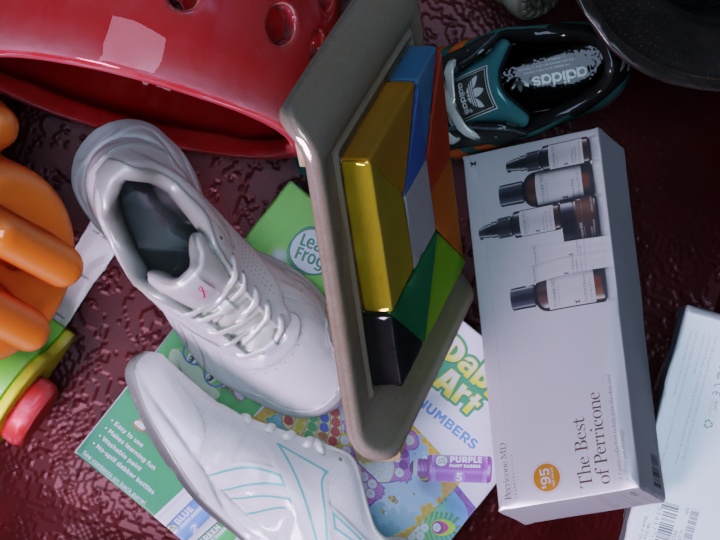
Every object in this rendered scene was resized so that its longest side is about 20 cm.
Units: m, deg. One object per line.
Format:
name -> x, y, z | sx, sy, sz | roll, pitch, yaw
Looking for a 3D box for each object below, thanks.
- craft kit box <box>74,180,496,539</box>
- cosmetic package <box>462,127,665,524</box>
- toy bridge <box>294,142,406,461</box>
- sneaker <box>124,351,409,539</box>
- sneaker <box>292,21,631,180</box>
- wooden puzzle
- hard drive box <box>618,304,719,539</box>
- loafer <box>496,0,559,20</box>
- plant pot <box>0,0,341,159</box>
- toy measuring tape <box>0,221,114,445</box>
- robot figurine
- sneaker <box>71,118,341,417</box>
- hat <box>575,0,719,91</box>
craft kit box -> -0.023, 0.088, 1.559 | 0.200, 0.049, 0.198 | 38, 88, 4
cosmetic package -> 0.108, 0.030, 1.501 | 0.082, 0.051, 0.201 | -12, 72, 22
toy bridge -> 0.000, 0.000, 1.489 | 0.027, 0.067, 0.201 | -4, 116, 14
sneaker -> -0.048, 0.114, 1.511 | 0.080, 0.070, 0.200 | -42, 93, -7
sneaker -> 0.054, -0.097, 1.539 | 0.199, 0.080, 0.072 | -19, 88, 3
wooden puzzle -> 0.018, -0.031, 1.436 | 0.037, 0.185, 0.201 | -3, 119, 20
hard drive box -> 0.252, 0.119, 1.523 | 0.199, 0.077, 0.157 | 16, 90, 4
loafer -> 0.114, -0.239, 1.542 | 0.068, 0.076, 0.201 | 28, 85, 20
plant pot -> -0.102, -0.170, 1.499 | 0.199, 0.200, 0.183 | 13, 80, 4
toy measuring tape -> -0.185, 0.033, 1.557 | 0.073, 0.074, 0.200 | 34, 91, 4
robot figurine -> -0.232, -0.020, 1.514 | 0.116, 0.200, 0.144 | -18, 117, -34
sneaker -> -0.082, 0.011, 1.484 | 0.078, 0.099, 0.200 | -44, 102, 7
hat -> 0.192, -0.192, 1.533 | 0.200, 0.081, 0.202 | -1, 93, -16
